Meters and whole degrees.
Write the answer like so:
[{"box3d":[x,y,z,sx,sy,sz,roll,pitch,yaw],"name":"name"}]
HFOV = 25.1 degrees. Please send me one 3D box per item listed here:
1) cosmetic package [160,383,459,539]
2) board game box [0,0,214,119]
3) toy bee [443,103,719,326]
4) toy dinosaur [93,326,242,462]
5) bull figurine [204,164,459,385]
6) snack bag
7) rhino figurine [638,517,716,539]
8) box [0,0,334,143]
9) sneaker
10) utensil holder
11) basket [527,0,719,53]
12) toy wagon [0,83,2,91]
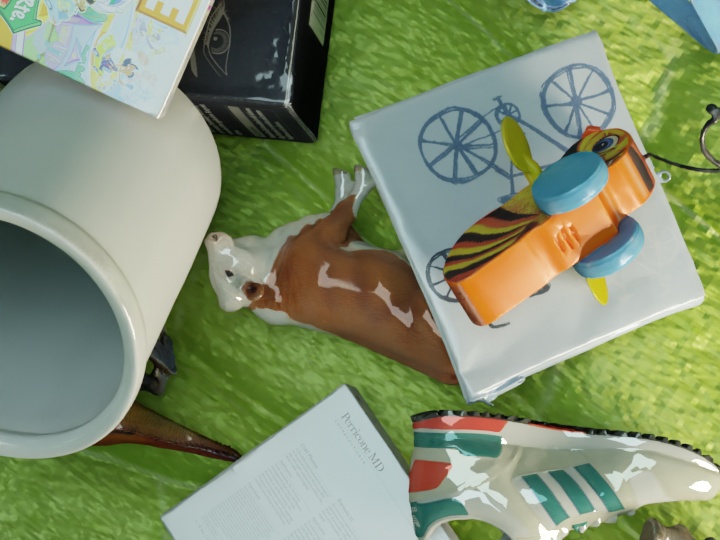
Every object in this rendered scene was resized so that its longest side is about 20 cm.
[{"box3d":[-0.011,0.198,1.042,0.150,0.052,0.200,-35,79,5],"name":"cosmetic package"},{"box3d":[-0.134,-0.206,0.923,0.134,0.034,0.201,24,96,-5],"name":"board game box"},{"box3d":[0.140,-0.041,0.991,0.199,0.109,0.132,-12,114,-3],"name":"toy bee"},{"box3d":[-0.213,0.100,1.072,0.181,0.105,0.201,-34,91,24],"name":"toy dinosaur"},{"box3d":[0.000,0.000,1.057,0.199,0.065,0.122,24,81,6],"name":"bull figurine"},{"box3d":[0.112,-0.037,1.034,0.188,0.021,0.201,-22,85,-17],"name":"snack bag"},{"box3d":[0.193,0.257,0.995,0.087,0.060,0.201,12,86,-16],"name":"rhino figurine"},{"box3d":[-0.120,-0.200,1.075,0.199,0.117,0.198,6,83,9],"name":"box"},{"box3d":[0.124,0.142,1.008,0.198,0.070,0.094,8,84,-4],"name":"sneaker"},{"box3d":[-0.181,-0.018,0.959,0.169,0.200,0.171,7,124,10],"name":"utensil holder"},{"box3d":[0.147,-0.227,1.013,0.139,0.176,0.200,-48,60,1],"name":"basket"},{"box3d":[-0.351,-0.099,1.138,0.199,0.040,0.156,-1,83,9],"name":"toy wagon"}]
